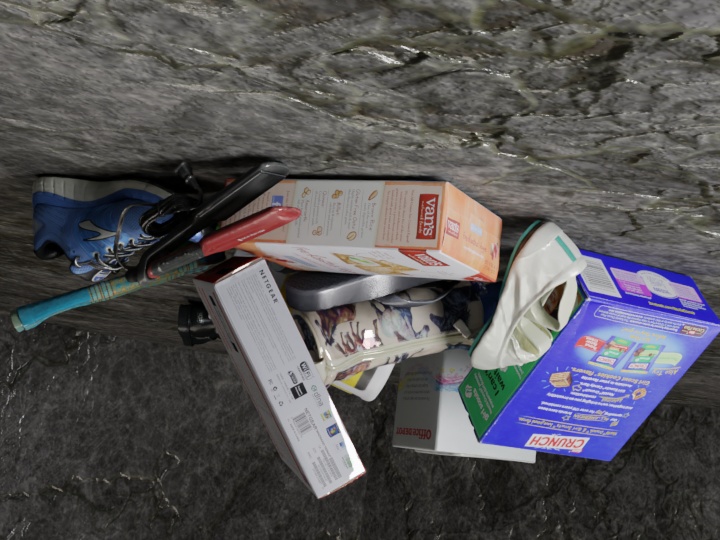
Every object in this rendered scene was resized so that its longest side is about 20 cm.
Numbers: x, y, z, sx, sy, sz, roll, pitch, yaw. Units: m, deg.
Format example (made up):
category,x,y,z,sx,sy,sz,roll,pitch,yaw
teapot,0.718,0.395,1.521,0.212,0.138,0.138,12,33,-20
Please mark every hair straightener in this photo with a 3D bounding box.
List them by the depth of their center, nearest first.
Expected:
category,x,y,z,sx,sy,sz,roll,pitch,yaw
hair straightener,-0.131,-0.045,0.881,0.199,0.078,0.041,-24,163,37

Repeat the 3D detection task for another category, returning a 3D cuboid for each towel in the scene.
category,x,y,z,sx,sy,sz,roll,pitch,yaw
towel,-0.228,0.017,1.050,0.197,0.022,0.147,-18,-177,-13

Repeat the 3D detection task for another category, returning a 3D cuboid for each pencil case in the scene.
category,x,y,z,sx,sy,sz,roll,pitch,yaw
pencil case,0.027,0.056,1.043,0.198,0.079,0.089,-13,-157,-28

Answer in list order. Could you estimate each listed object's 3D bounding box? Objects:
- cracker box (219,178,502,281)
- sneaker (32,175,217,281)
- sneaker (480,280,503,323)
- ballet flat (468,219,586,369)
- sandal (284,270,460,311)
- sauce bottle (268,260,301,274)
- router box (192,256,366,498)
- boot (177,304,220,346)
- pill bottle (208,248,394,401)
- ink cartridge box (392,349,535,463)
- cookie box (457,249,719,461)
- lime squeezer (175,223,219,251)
category,x,y,z,sx,sy,sz,roll,pitch,yaw
cracker box,0.002,-0.032,0.904,0.197,0.059,0.134,2,171,27
sneaker,-0.211,-0.032,0.982,0.197,0.091,0.078,3,172,30
sneaker,0.180,0.042,1.163,0.197,0.078,0.111,-1,175,22
ballet flat,0.144,0.040,0.960,0.068,0.070,0.201,8,142,-6
sandal,0.028,0.010,1.010,0.197,0.043,0.076,-11,-160,-12
sauce bottle,0.000,0.000,1.094,0.198,0.066,0.064,14,169,-40
router box,-0.078,0.087,0.987,0.048,0.202,0.179,-27,-172,-12
boot,-0.230,0.097,1.935,0.160,0.075,0.198,4,171,-2
pill bottle,-0.054,0.048,1.179,0.198,0.116,0.114,25,170,-4
ink cartridge box,0.137,0.135,1.404,0.143,0.203,0.145,10,171,-19
cookie box,0.216,0.086,1.067,0.169,0.076,0.201,11,127,-27
lime squeezer,-0.158,-0.032,1.117,0.070,0.038,0.200,11,170,-22
